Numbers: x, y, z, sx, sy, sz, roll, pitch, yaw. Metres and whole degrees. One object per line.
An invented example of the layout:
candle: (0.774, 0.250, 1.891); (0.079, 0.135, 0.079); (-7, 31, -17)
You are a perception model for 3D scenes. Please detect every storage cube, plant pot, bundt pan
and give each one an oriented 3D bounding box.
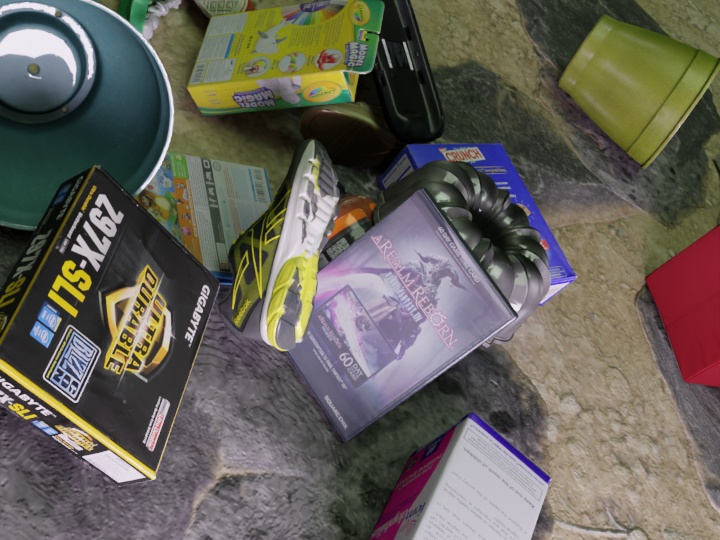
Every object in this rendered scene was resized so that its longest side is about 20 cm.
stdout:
storage cube: (0.528, 0.046, 1.173); (0.199, 0.180, 0.172); (10, 53, -30)
plant pot: (-0.271, -0.153, 0.733); (0.200, 0.201, 0.134); (10, 26, -31)
plant pot: (0.426, -0.298, 1.366); (0.193, 0.201, 0.200); (35, 43, 8)
bundt pan: (0.111, -0.029, 0.856); (0.201, 0.076, 0.202); (30, 38, -26)

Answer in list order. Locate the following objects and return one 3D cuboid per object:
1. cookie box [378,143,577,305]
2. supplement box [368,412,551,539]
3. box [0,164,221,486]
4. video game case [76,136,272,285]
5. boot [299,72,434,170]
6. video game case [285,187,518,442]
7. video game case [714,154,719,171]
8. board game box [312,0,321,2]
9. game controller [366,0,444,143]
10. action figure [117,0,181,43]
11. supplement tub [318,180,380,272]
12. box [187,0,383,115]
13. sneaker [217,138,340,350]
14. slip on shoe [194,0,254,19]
cookie box: (0.137, -0.051, 1.026); (0.171, 0.075, 0.201); (-7, 64, -40)
supplement box: (0.072, 0.237, 0.740); (0.103, 0.101, 0.200); (40, 43, -5)
box: (-0.199, 0.040, 0.681); (0.160, 0.049, 0.201); (48, 37, -33)
video game case: (-0.171, -0.054, 0.839); (0.199, 0.018, 0.144); (7, 56, -34)
boot: (-0.002, -0.204, 1.040); (0.199, 0.072, 0.155); (10, 54, -40)
video game case: (0.022, 0.042, 0.788); (0.143, 0.200, 0.019); (55, 20, 11)
video game case: (0.740, -0.113, 1.568); (0.199, 0.023, 0.183); (14, 51, -30)
board game box: (-0.030, -0.294, 1.054); (0.032, 0.120, 0.200); (54, 34, -34)
game controller: (0.043, -0.245, 1.001); (0.104, 0.042, 0.201); (-13, 85, -45)
action figure: (-0.229, -0.281, 0.922); (0.055, 0.118, 0.201); (30, 52, -32)
supplement tub: (0.000, 0.000, 0.862); (0.107, 0.107, 0.200); (-23, 75, -45)
box: (-0.073, -0.229, 0.922); (0.048, 0.199, 0.118); (63, 31, -51)
sneaker: (-0.078, -0.030, 0.786); (0.074, 0.084, 0.201); (48, 51, -60)
slip on shoe: (-0.188, -0.361, 1.034); (0.200, 0.074, 0.061); (55, 9, 19)
